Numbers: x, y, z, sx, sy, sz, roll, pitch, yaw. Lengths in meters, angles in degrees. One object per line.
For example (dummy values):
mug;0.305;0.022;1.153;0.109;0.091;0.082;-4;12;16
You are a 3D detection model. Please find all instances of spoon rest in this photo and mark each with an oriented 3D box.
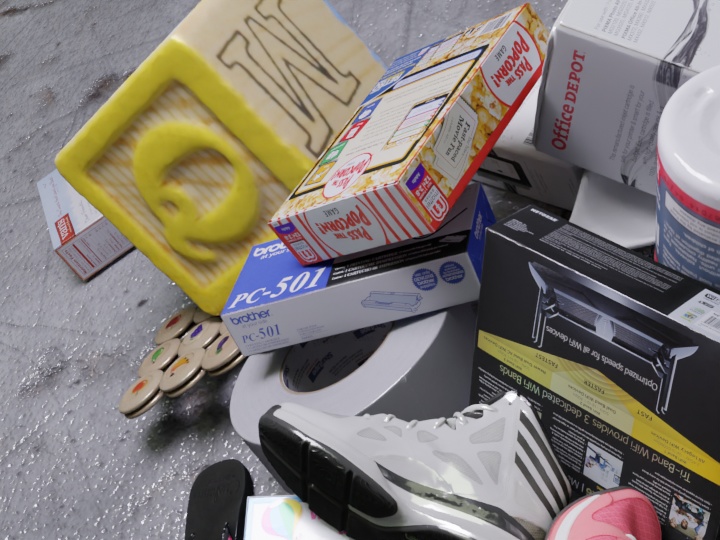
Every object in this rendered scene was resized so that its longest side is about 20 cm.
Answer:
spoon rest;0.191;-0.033;0.894;0.099;0.061;0.200;38;80;21

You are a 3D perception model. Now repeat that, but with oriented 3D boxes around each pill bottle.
pill bottle;0.245;-0.019;0.739;0.118;0.201;0.121;-6;48;7

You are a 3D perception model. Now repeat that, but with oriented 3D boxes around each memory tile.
memory tile;-0.119;0.048;1.010;0.198;0.017;0.154;-28;23;26

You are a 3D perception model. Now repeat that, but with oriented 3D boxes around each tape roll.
tape roll;-0.001;0.078;0.890;0.198;0.066;0.201;-28;27;16

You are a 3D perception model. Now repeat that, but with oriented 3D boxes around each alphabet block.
alphabet block;-0.104;-0.122;1.006;0.195;0.196;0.201;-37;17;36

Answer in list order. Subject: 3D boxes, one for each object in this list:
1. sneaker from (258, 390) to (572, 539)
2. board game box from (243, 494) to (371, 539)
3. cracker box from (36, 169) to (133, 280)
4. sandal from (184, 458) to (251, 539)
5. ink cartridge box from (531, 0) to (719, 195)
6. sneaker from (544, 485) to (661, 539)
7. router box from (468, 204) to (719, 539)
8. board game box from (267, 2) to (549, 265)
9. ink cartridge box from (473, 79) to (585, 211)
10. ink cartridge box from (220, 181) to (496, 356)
sneaker;0.040;0.116;0.740;0.198;0.076;0.116;26;52;17
board game box;0.022;0.206;0.732;0.197;0.034;0.136;-3;53;8
cracker box;-0.241;-0.097;1.246;0.199;0.058;0.134;-34;42;2
sandal;-0.119;0.226;0.891;0.074;0.045;0.202;-20;45;17
ink cartridge box;0.233;-0.123;0.837;0.198;0.146;0.084;23;63;14
sneaker;0.135;0.187;0.639;0.086;0.075;0.200;-14;14;41
router box;0.161;0.070;0.741;0.052;0.159;0.199;-25;41;-38
board game box;0.038;-0.098;0.852;0.151;0.046;0.201;-12;35;51
ink cartridge box;0.145;-0.132;1.013;0.199;0.068;0.116;24;69;43
ink cartridge box;0.000;0.000;0.872;0.197;0.045;0.095;-15;30;22
